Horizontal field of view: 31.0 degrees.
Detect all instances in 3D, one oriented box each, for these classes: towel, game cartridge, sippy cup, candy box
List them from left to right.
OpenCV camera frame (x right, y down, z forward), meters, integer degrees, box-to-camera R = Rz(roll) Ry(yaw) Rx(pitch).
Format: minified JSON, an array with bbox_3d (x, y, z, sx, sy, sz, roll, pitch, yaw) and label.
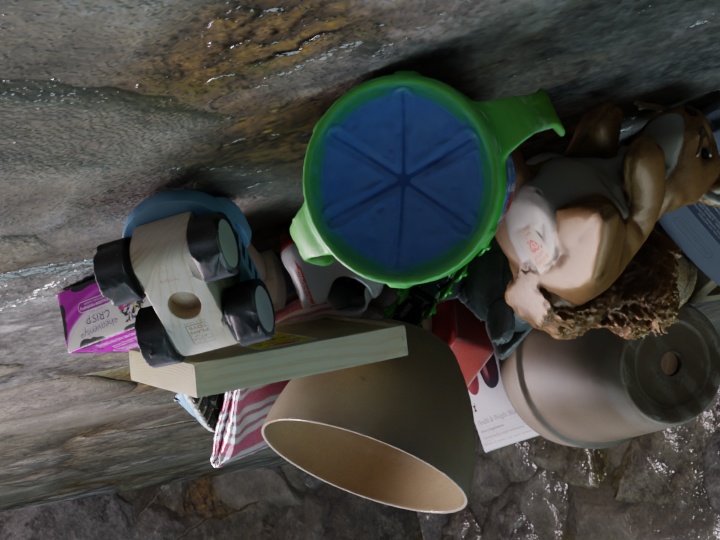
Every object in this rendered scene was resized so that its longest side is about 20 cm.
[{"bbox_3d":[-0.161,0.033,1.211,0.136,0.061,0.200,-20,168,32],"label":"candy box"},{"bbox_3d":[-0.067,0.099,1.248,0.146,0.030,0.200,-17,135,-42],"label":"towel"},{"bbox_3d":[0.046,-0.062,0.884,0.177,0.140,0.130,9,-174,19],"label":"sippy cup"},{"bbox_3d":[0.327,-0.050,1.127,0.133,0.200,0.041,-28,-160,51],"label":"game cartridge"}]

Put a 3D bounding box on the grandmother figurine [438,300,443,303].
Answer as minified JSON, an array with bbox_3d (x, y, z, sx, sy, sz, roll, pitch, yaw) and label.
[{"bbox_3d":[-0.002,0.033,1.401,0.199,0.061,0.121,-12,-164,0],"label":"grandmother figurine"}]

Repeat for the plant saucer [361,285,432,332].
[{"bbox_3d":[-0.023,0.075,1.328,0.200,0.037,0.201,-4,126,-5],"label":"plant saucer"}]

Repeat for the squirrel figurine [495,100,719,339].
[{"bbox_3d":[0.205,-0.041,1.034,0.186,0.141,0.200,-26,131,-29],"label":"squirrel figurine"}]

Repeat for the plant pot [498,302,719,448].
[{"bbox_3d":[0.264,0.086,1.296,0.200,0.201,0.173,-9,-177,-21],"label":"plant pot"}]

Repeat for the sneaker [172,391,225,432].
[{"bbox_3d":[-0.159,0.122,1.295,0.090,0.079,0.200,16,161,17],"label":"sneaker"}]

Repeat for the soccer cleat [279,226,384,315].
[{"bbox_3d":[0.000,0.000,1.185,0.069,0.085,0.200,-22,166,32],"label":"soccer cleat"}]

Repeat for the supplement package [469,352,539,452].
[{"bbox_3d":[0.217,0.083,1.505,0.147,0.200,0.191,-13,169,-33],"label":"supplement package"}]

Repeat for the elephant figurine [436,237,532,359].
[{"bbox_3d":[0.138,0.015,1.273,0.155,0.142,0.200,-11,166,-24],"label":"elephant figurine"}]

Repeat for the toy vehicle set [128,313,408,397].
[{"bbox_3d":[-0.077,0.068,1.087,0.200,0.027,0.124,-9,-172,-32],"label":"toy vehicle set"}]

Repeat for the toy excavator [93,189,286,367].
[{"bbox_3d":[-0.113,-0.003,1.037,0.100,0.200,0.195,-15,124,14],"label":"toy excavator"}]

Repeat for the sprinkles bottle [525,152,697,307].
[{"bbox_3d":[0.215,-0.029,1.146,0.200,0.068,0.068,31,141,-34],"label":"sprinkles bottle"}]

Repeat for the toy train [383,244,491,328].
[{"bbox_3d":[0.079,-0.011,1.187,0.042,0.056,0.200,29,135,-7],"label":"toy train"}]

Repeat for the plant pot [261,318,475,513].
[{"bbox_3d":[0.023,0.125,1.215,0.200,0.135,0.200,17,156,8],"label":"plant pot"}]

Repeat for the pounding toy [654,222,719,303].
[{"bbox_3d":[0.407,-0.069,1.280,0.200,0.142,0.184,-8,156,-23],"label":"pounding toy"}]

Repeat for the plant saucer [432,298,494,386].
[{"bbox_3d":[0.075,0.097,1.426,0.037,0.200,0.200,27,116,-14],"label":"plant saucer"}]
